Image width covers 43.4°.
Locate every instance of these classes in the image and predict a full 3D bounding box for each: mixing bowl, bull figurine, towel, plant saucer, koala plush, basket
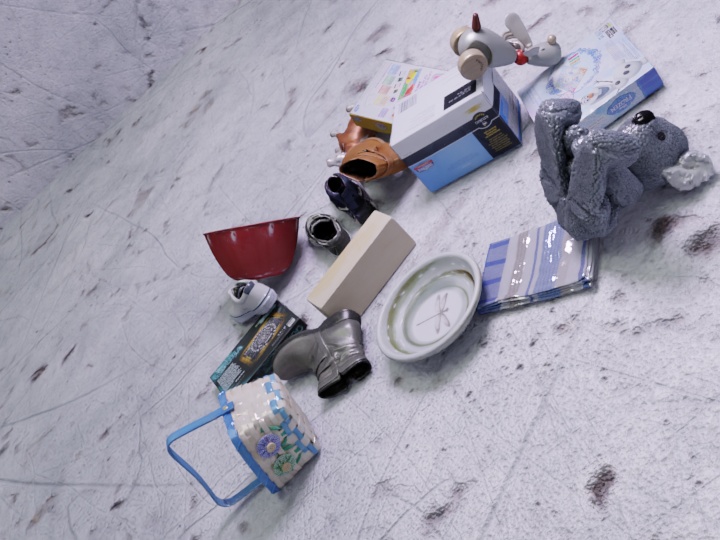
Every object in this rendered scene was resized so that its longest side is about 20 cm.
[{"bbox_3d":[-0.209,-0.039,1.809,0.197,0.110,0.200,-10,2,0],"label":"mixing bowl"},{"bbox_3d":[-0.010,-0.293,1.930,0.201,0.065,0.121,-52,32,-8],"label":"bull figurine"},{"bbox_3d":[0.261,-0.014,1.327,0.198,0.024,0.148,-19,41,39],"label":"towel"},{"bbox_3d":[0.113,0.065,1.394,0.199,0.050,0.202,-31,34,24],"label":"plant saucer"},{"bbox_3d":[0.363,-0.149,1.242,0.197,0.186,0.178,-18,34,-14],"label":"koala plush"},{"bbox_3d":[-0.180,0.269,1.408,0.198,0.177,0.140,-30,37,6],"label":"basket"}]

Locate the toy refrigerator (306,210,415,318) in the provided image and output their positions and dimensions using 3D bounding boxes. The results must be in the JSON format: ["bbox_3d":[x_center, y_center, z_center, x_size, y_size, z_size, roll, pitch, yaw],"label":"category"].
[{"bbox_3d":[0.000,0.000,1.582,0.201,0.076,0.070,-52,31,-7],"label":"toy refrigerator"}]

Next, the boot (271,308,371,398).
[{"bbox_3d":[-0.071,0.160,1.507,0.199,0.068,0.132,-34,39,24],"label":"boot"}]

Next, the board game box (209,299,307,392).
[{"bbox_3d":[-0.192,0.153,1.691,0.201,0.028,0.135,-50,29,-5],"label":"board game box"}]

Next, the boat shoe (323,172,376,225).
[{"bbox_3d":[-0.039,-0.166,1.797,0.075,0.093,0.200,-47,31,0],"label":"boat shoe"}]

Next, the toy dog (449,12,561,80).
[{"bbox_3d":[0.242,-0.388,1.513,0.198,0.097,0.132,-21,52,-26],"label":"toy dog"}]

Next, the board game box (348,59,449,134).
[{"bbox_3d":[0.094,-0.344,1.825,0.198,0.040,0.154,21,71,38],"label":"board game box"}]

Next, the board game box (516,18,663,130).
[{"bbox_3d":[0.371,-0.301,1.490,0.198,0.043,0.201,-36,33,18],"label":"board game box"}]

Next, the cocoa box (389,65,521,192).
[{"bbox_3d":[0.170,-0.261,1.608,0.198,0.131,0.135,-27,36,30],"label":"cocoa box"}]

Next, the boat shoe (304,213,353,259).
[{"bbox_3d":[-0.069,-0.081,1.767,0.071,0.064,0.200,-49,31,-3],"label":"boat shoe"}]

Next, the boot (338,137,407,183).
[{"bbox_3d":[0.006,-0.202,1.746,0.198,0.078,0.155,3,22,39],"label":"boot"}]

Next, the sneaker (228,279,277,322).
[{"bbox_3d":[-0.226,0.051,1.779,0.073,0.071,0.199,-56,16,-25],"label":"sneaker"}]
